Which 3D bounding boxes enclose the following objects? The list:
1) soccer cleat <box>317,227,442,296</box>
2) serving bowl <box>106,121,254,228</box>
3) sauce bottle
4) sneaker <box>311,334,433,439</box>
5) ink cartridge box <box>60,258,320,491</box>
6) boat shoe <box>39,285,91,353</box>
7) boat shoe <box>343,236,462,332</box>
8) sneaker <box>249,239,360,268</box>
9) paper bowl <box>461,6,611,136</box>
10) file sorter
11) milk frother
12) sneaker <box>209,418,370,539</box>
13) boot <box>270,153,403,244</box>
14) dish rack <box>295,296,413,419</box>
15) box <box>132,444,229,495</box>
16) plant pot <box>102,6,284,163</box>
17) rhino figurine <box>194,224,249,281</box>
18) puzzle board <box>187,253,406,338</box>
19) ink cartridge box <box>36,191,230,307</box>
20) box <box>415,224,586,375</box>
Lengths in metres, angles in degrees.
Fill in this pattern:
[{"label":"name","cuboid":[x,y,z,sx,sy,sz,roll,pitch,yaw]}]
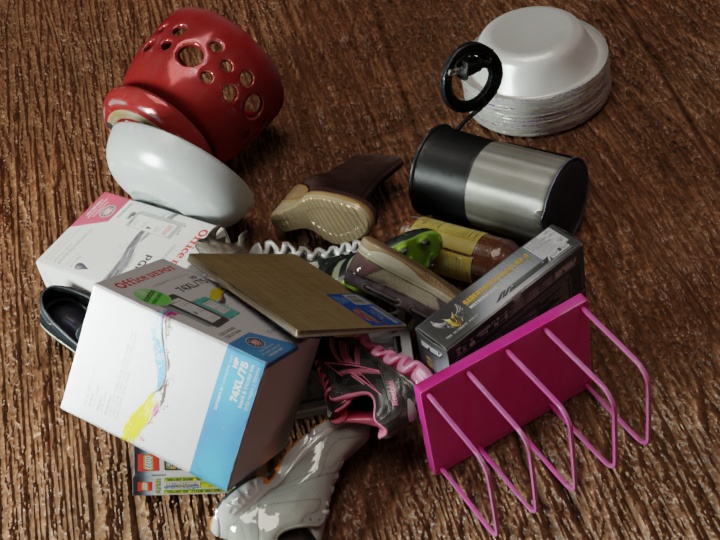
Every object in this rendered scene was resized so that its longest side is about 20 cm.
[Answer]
[{"label":"soccer cleat","cuboid":[0.000,0.000,1.520,0.200,0.068,0.081,-30,42,-13]},{"label":"serving bowl","cuboid":[-0.237,-0.105,1.678,0.200,0.200,0.066,17,72,30]},{"label":"sauce bottle","cuboid":[0.138,-0.013,1.561,0.200,0.066,0.066,19,51,29]},{"label":"sneaker","cuboid":[-0.013,0.115,1.385,0.200,0.079,0.095,23,54,42]},{"label":"ink cartridge box","cuboid":[-0.171,0.100,1.360,0.200,0.146,0.147,23,18,15]},{"label":"boat shoe","cuboid":[-0.305,0.076,1.574,0.200,0.062,0.075,28,61,24]},{"label":"boat shoe","cuboid":[0.070,0.037,1.470,0.065,0.200,0.072,-54,19,9]},{"label":"sneaker","cuboid":[-0.036,0.011,1.587,0.200,0.075,0.081,-2,62,11]},{"label":"paper bowl","cuboid":[0.233,-0.279,1.792,0.200,0.104,0.201,-9,42,8]},{"label":"file sorter","cuboid":[0.177,0.149,1.323,0.200,0.139,0.125,-28,47,-15]},{"label":"milk frother","cuboid":[0.176,-0.151,1.599,0.188,0.200,0.181,18,47,30]},{"label":"sneaker","cuboid":[-0.053,0.230,1.359,0.200,0.076,0.092,-37,68,-27]},{"label":"boot","cuboid":[-0.005,-0.103,1.657,0.166,0.072,0.200,-37,24,-29]},{"label":"dish rack","cuboid":[-0.040,0.100,1.502,0.200,0.044,0.172,-10,43,4]},{"label":"box","cuboid":[-0.196,0.155,1.463,0.110,0.035,0.200,0,44,-9]},{"label":"plant pot","cuboid":[-0.232,-0.221,1.792,0.200,0.200,0.183,20,60,32]},{"label":"rhino figurine","cuboid":[-0.149,0.020,1.534,0.087,0.060,0.200,-11,48,-6]},{"label":"puzzle board","cuboid":[-0.069,0.026,1.407,0.151,0.017,0.200,0,23,-43]},{"label":"ink cartridge box","cuboid":[-0.272,-0.004,1.646,0.200,0.083,0.147,16,50,29]},{"label":"box","cuboid":[0.154,0.068,1.398,0.200,0.158,0.048,-36,49,-22]}]
